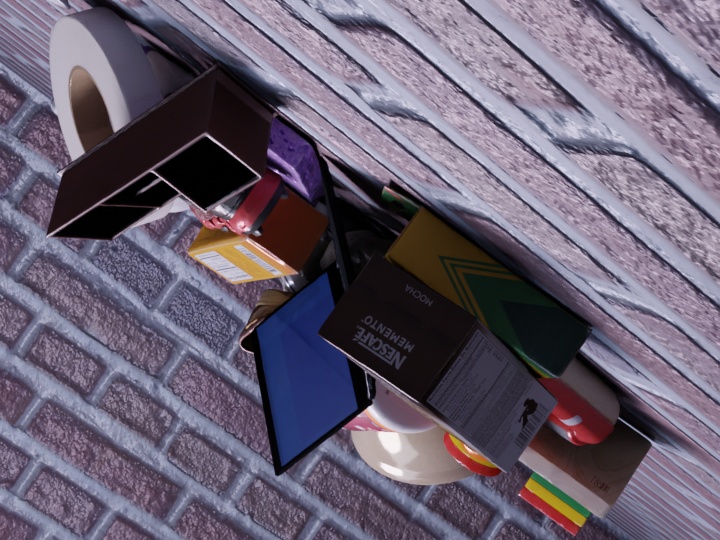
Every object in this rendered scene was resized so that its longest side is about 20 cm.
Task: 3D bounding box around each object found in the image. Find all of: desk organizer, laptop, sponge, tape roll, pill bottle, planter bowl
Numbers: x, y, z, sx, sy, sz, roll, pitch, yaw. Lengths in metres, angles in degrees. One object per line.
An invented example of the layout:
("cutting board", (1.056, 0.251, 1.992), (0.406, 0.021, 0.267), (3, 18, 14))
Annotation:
("desk organizer", (-0.166, -0.079, 1.324), (0.072, 0.199, 0.077), (38, -141, -32))
("laptop", (-0.051, 0.040, 1.393), (0.201, 0.103, 0.178), (80, 176, -46))
("sponge", (-0.086, -0.113, 1.442), (0.111, 0.030, 0.200), (35, 176, 7))
("tape roll", (-0.227, -0.138, 1.461), (0.203, 0.037, 0.204), (43, 144, 43))
("pill bottle", (0.011, 0.106, 1.607), (0.109, 0.110, 0.200), (37, 163, -17))
("planter bowl", (0.078, 0.128, 1.861), (0.200, 0.200, 0.135), (32, 148, 36))

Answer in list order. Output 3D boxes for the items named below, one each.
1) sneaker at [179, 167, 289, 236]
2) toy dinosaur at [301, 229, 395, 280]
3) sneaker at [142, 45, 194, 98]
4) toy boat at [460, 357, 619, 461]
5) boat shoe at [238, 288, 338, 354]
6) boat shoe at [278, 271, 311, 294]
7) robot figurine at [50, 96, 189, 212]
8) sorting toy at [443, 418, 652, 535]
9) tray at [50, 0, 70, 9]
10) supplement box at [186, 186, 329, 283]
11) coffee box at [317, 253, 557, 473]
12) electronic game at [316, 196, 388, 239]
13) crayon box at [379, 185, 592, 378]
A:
("sneaker", (-0.135, -0.084, 1.476), (0.098, 0.071, 0.200), (36, 173, -17))
("toy dinosaur", (0.000, 0.000, 1.505), (0.102, 0.077, 0.200), (45, 162, -12))
("sneaker", (-0.196, -0.134, 1.530), (0.083, 0.080, 0.201), (47, 145, 25))
("toy boat", (0.139, 0.119, 1.509), (0.200, 0.131, 0.130), (39, 174, -34))
("boat shoe", (-0.062, 0.062, 1.538), (0.072, 0.072, 0.200), (51, 160, -22))
("boat shoe", (-0.048, 0.034, 1.656), (0.200, 0.066, 0.074), (39, -152, -61))
("robot figurine", (-0.217, -0.137, 1.642), (0.200, 0.113, 0.170), (36, 165, -9))
("sorting toy", (0.181, 0.176, 1.658), (0.198, 0.070, 0.200), (35, -158, 11))
("tray", (-0.340, -0.305, 1.414), (0.107, 0.022, 0.200), (33, 175, 46))
("supplement box", (-0.104, -0.034, 1.576), (0.069, 0.067, 0.200), (35, 165, -19))
("coffee box", (0.066, 0.078, 1.294), (0.113, 0.080, 0.200), (33, 175, 34))
("electronic game", (0.021, -0.007, 1.658), (0.200, 0.042, 0.200), (41, 171, 8))
("crayon box", (0.086, 0.012, 1.314), (0.200, 0.051, 0.127), (36, 176, 2))
